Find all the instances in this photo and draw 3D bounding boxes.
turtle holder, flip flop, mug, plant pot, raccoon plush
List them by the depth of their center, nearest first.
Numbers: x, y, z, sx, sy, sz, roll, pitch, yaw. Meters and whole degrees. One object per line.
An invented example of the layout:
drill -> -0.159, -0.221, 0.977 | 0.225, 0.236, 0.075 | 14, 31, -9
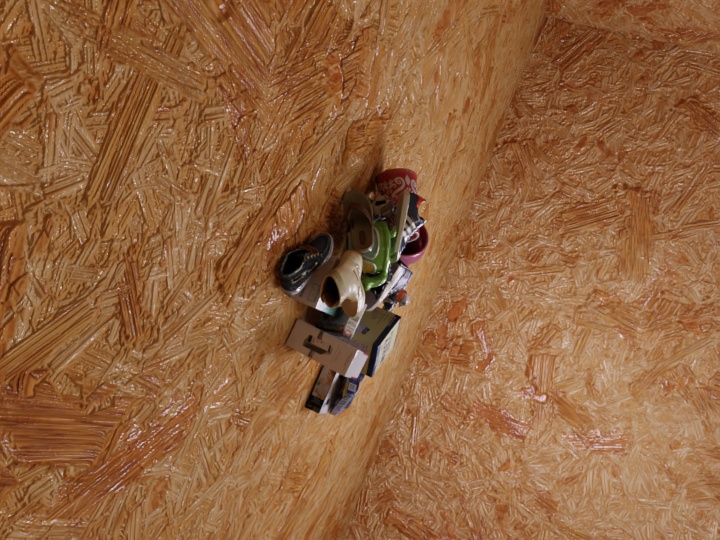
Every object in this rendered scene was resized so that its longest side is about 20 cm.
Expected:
flip flop -> -0.007, -0.138, 1.446 | 0.058, 0.081, 0.201 | 62, 18, -59
turtle holder -> 0.025, -0.048, 1.514 | 0.141, 0.131, 0.186 | -123, -144, -70
raccoon plush -> 0.040, -0.145, 1.602 | 0.097, 0.134, 0.200 | -56, 158, -38
mug -> 0.117, -0.187, 1.674 | 0.178, 0.133, 0.201 | 107, -20, -70
plant pot -> 0.113, -0.077, 1.847 | 0.200, 0.200, 0.179 | -55, 174, -37

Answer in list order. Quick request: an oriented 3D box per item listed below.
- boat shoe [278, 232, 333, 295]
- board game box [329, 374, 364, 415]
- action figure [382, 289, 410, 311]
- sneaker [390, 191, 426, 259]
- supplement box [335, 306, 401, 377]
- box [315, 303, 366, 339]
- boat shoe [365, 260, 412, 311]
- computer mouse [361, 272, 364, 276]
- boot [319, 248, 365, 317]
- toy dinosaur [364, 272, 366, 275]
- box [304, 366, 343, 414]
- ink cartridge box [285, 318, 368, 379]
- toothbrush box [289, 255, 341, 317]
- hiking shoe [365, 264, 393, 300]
boat shoe -> -0.130, -0.035, 1.328 | 0.200, 0.071, 0.091 | -56, 163, -28
board game box -> -0.052, 0.432, 1.978 | 0.200, 0.062, 0.200 | -58, -168, 39
action figure -> 0.081, 0.089, 1.901 | 0.201, 0.193, 0.105 | -68, 162, 0
sneaker -> 0.138, -0.119, 1.524 | 0.075, 0.084, 0.201 | -124, -136, -69
supplement box -> 0.000, 0.215, 1.797 | 0.200, 0.199, 0.135 | -44, 151, -52
box -> -0.061, 0.138, 1.592 | 0.200, 0.035, 0.110 | -3, -121, 62
boat shoe -> 0.091, 0.059, 1.740 | 0.093, 0.075, 0.200 | 29, 102, -44
computer mouse -> 0.000, 0.000, 1.661 | 0.200, 0.046, 0.141 | 127, -28, -76
boot -> -0.047, 0.064, 1.399 | 0.155, 0.073, 0.201 | -51, 148, -53
toy dinosaur -> 0.017, 0.035, 1.774 | 0.200, 0.102, 0.136 | -20, -159, 50
box -> -0.115, 0.402, 1.904 | 0.201, 0.060, 0.117 | -66, 163, -7
ink cartridge box -> -0.094, 0.226, 1.532 | 0.083, 0.200, 0.147 | -63, 162, -7
toothbrush box -> -0.099, 0.037, 1.486 | 0.147, 0.085, 0.200 | -67, 161, -7
hiking shoe -> 0.077, -0.008, 1.633 | 0.075, 0.101, 0.200 | 1, 127, -26
